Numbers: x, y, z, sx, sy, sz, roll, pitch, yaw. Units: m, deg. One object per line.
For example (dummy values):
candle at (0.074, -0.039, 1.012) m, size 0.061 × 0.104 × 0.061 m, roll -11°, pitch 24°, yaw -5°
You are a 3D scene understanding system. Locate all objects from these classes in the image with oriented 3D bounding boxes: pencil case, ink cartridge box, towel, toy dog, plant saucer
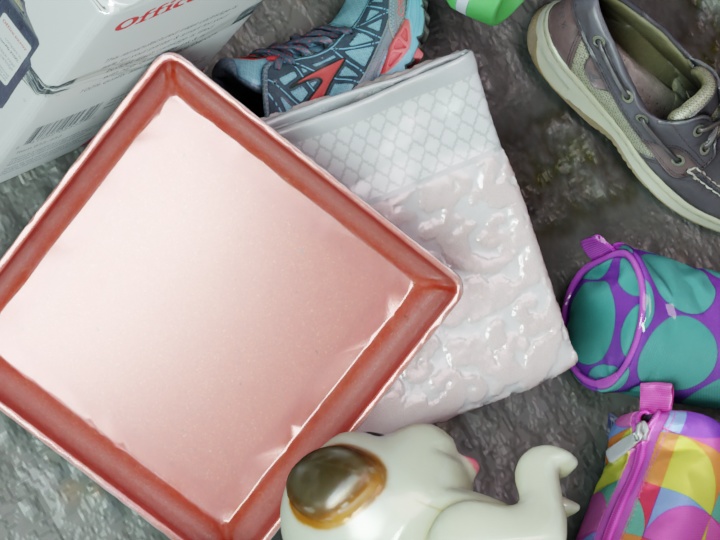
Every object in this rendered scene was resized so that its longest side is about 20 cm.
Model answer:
pencil case at (0.150, 0.168, 1.625) m, size 0.088 × 0.088 × 0.201 m, roll 31°, pitch 60°, yaw -19°
pencil case at (0.219, 0.034, 1.710) m, size 0.199 × 0.085 × 0.093 m, roll 6°, pitch 76°, yaw -29°
ink cartridge box at (-0.129, -0.139, 1.484) m, size 0.144 × 0.200 × 0.085 m, roll -27°, pitch 81°, yaw -35°
towel at (0.000, 0.000, 1.558) m, size 0.199 × 0.032 × 0.192 m, roll -21°, pitch 102°, yaw -12°
toy dog at (0.041, 0.167, 1.458) m, size 0.194 × 0.140 × 0.200 m, roll -36°, pitch 70°, yaw 1°
plant saucer at (-0.083, 0.023, 1.505) m, size 0.200 × 0.037 × 0.200 m, roll 38°, pitch 94°, yaw -9°

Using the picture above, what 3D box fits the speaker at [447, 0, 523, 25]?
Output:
speaker at (0.018, -0.226, 1.647) m, size 0.200 × 0.089 × 0.088 m, roll 38°, pitch 56°, yaw 9°

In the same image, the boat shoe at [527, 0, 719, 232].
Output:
boat shoe at (0.188, -0.095, 1.748) m, size 0.200 × 0.065 × 0.072 m, roll 41°, pitch 56°, yaw -14°

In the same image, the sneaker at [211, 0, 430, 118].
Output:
sneaker at (-0.031, -0.102, 1.611) m, size 0.095 × 0.079 × 0.201 m, roll 33°, pitch 59°, yaw -15°
